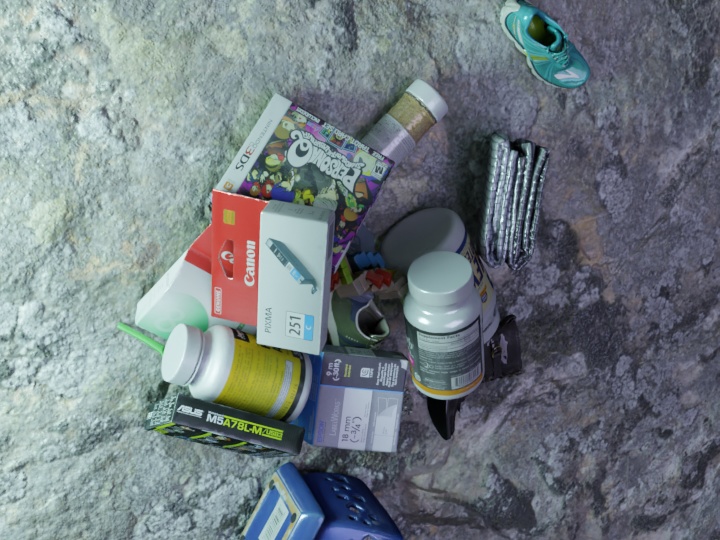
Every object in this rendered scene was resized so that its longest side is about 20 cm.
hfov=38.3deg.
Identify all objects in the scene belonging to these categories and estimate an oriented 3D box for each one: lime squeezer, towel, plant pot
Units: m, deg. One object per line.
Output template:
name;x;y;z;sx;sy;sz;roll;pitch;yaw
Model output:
lime squeezer;-0.268;0.136;1.513;0.038;0.070;0.201;-54;126;-22
towel;0.234;-0.108;1.610;0.084;0.166;0.204;7;99;1
plant pot;-0.076;0.438;1.662;0.178;0.200;0.202;26;98;-27

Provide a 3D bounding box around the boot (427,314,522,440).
boot;0.205;0.186;1.782;0.171;0.069;0.204;-9;112;-24

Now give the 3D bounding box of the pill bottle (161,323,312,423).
pill bottle;-0.176;0.142;1.468;0.197;0.111;0.113;20;100;-29

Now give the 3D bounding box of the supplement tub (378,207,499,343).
supplement tub;0.128;0.020;1.628;0.144;0.145;0.202;-37;123;-10

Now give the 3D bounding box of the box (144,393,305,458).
box;-0.199;0.227;1.486;0.190;0.200;0.048;20;72;-17

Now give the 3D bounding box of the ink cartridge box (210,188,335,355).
ink cartridge box;-0.126;0.004;1.387;0.173;0.045;0.203;10;119;10

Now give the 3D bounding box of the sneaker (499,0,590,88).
sneaker;0.293;-0.345;1.608;0.199;0.080;0.078;33;93;-35

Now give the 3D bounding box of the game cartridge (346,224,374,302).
game cartridge;-0.057;-0.049;1.514;0.199;0.135;0.040;31;137;-35

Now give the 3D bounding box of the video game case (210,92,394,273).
video game case;-0.078;-0.122;1.428;0.198;0.036;0.183;30;70;1

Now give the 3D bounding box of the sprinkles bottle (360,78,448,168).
sprinkles bottle;0.042;-0.191;1.542;0.200;0.068;0.068;-47;124;-4

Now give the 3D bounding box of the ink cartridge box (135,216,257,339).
ink cartridge box;-0.199;0.035;1.471;0.160;0.051;0.200;30;122;-33

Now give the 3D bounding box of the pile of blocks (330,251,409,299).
pile of blocks;0.000;0.000;1.466;0.198;0.062;0.084;0;85;-41

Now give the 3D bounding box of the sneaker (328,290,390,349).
sneaker;0.006;0.105;1.610;0.068;0.088;0.202;-59;142;-41

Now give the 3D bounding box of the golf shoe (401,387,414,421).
golf shoe;-0.014;0.224;1.673;0.196;0.097;0.080;-7;82;-19

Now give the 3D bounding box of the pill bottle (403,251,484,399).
pill bottle;0.122;0.080;1.508;0.115;0.116;0.203;-23;130;-18

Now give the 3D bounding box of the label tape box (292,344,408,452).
label tape box;-0.036;0.190;1.562;0.196;0.063;0.147;6;98;-9
